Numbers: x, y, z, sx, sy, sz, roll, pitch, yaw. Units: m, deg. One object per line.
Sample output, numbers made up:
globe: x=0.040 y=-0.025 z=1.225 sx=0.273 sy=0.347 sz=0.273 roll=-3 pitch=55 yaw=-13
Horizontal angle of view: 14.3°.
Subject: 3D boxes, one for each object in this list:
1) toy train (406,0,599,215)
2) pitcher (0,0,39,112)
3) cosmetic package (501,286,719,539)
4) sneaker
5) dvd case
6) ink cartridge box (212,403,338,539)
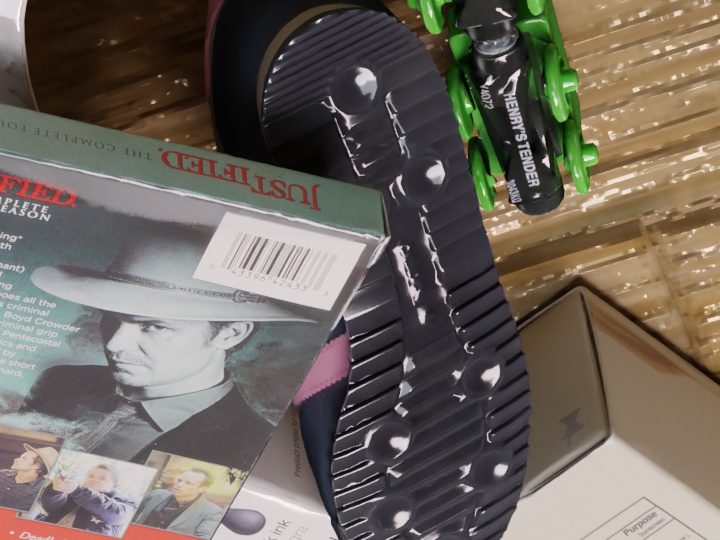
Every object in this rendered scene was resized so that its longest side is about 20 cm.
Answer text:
toy train: x=0.030 y=-0.096 z=0.785 sx=0.042 sy=0.057 sz=0.200 roll=-9 pitch=135 yaw=10
pitcher: x=-0.171 y=-0.102 z=0.722 sx=0.199 sy=0.121 sz=0.172 roll=0 pitch=127 yaw=-20
cosmetic package: x=0.106 y=0.100 z=0.970 sx=0.105 sy=0.071 sz=0.200 roll=-35 pitch=128 yaw=25
sneaker: x=0.000 y=0.000 z=0.840 sx=0.070 sy=0.082 sz=0.201 roll=-19 pitch=122 yaw=-17
dvd case: x=-0.096 y=0.035 z=0.792 sx=0.145 sy=0.022 sz=0.200 roll=12 pitch=136 yaw=-19
ink cartridge box: x=-0.099 y=0.072 z=0.910 sx=0.199 sy=0.085 sz=0.145 roll=22 pitch=127 yaw=-25
